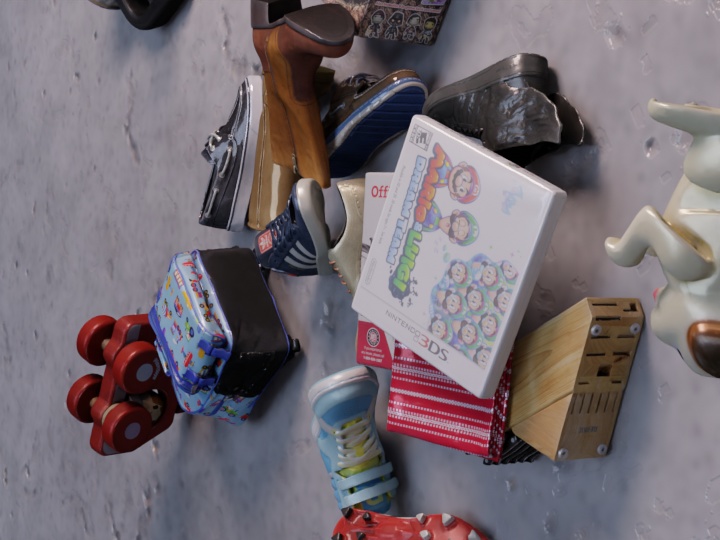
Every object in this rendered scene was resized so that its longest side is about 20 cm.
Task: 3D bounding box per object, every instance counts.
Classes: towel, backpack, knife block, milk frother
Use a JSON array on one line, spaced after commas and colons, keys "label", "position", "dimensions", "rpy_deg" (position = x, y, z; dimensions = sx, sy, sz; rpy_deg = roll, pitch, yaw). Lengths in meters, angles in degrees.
[{"label": "towel", "position": [0.083, 0.065, 1.320], "dimensions": [0.144, 0.022, 0.201], "rpy_deg": [11, 98, 45]}, {"label": "backpack", "position": [-0.182, 0.091, 1.755], "dimensions": [0.200, 0.134, 0.183], "rpy_deg": [-59, 43, 41]}, {"label": "knife block", "position": [0.158, 0.093, 1.305], "dimensions": [0.175, 0.064, 0.201], "rpy_deg": [33, 117, 51]}, {"label": "milk frother", "position": [-0.345, -0.426, 1.948], "dimensions": [0.188, 0.199, 0.181], "rpy_deg": [-33, 66, 51]}]

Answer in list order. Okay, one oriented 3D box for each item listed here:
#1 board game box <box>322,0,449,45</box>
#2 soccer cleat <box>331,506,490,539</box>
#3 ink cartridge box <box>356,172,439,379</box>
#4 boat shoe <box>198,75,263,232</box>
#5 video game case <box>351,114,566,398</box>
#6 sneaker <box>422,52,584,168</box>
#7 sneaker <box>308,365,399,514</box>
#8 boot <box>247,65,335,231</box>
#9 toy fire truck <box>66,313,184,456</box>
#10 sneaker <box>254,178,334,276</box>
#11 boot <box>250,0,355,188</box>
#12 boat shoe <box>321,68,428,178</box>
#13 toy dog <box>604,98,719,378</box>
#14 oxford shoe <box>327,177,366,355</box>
[{"label": "board game box", "position": [0.032, -0.361, 1.471], "dimensions": [0.160, 0.097, 0.200], "rpy_deg": [51, 130, 43]}, {"label": "soccer cleat", "position": [0.061, 0.287, 1.453], "dimensions": [0.199, 0.085, 0.069], "rpy_deg": [2, 57, 36]}, {"label": "ink cartridge box", "position": [0.070, 0.000, 1.420], "dimensions": [0.145, 0.083, 0.201], "rpy_deg": [6, 95, 56]}, {"label": "boat shoe", "position": [-0.164, -0.147, 1.774], "dimensions": [0.072, 0.068, 0.201], "rpy_deg": [-109, 29, -66]}, {"label": "video game case", "position": [0.083, -0.015, 1.285], "dimensions": [0.182, 0.024, 0.201], "rpy_deg": [34, 114, 40]}, {"label": "sneaker", "position": [0.130, -0.136, 1.355], "dimensions": [0.200, 0.060, 0.105], "rpy_deg": [-24, 65, 50]}, {"label": "sneaker", "position": [0.000, 0.186, 1.496], "dimensions": [0.200, 0.079, 0.131], "rpy_deg": [89, 161, -66]}, {"label": "boot", "position": [-0.082, -0.141, 1.664], "dimensions": [0.175, 0.066, 0.201], "rpy_deg": [-151, 67, -73]}, {"label": "toy fire truck", "position": [-0.281, 0.145, 1.872], "dimensions": [0.112, 0.168, 0.201], "rpy_deg": [28, 112, 41]}, {"label": "sneaker", "position": [-0.077, -0.038, 1.561], "dimensions": [0.200, 0.084, 0.075], "rpy_deg": [83, -179, -68]}, {"label": "boot", "position": [-0.058, -0.179, 1.498], "dimensions": [0.188, 0.068, 0.201], "rpy_deg": [25, 127, 49]}, {"label": "boat shoe", "position": [0.001, -0.173, 1.538], "dimensions": [0.200, 0.072, 0.073], "rpy_deg": [-37, 59, 50]}, {"label": "toy dog", "position": [0.286, -0.017, 1.079], "dimensions": [0.193, 0.139, 0.201], "rpy_deg": [14, 102, 18]}, {"label": "oxford shoe", "position": [0.000, 0.000, 1.517], "dimensions": [0.071, 0.074, 0.201], "rpy_deg": [-167, 79, -83]}]
